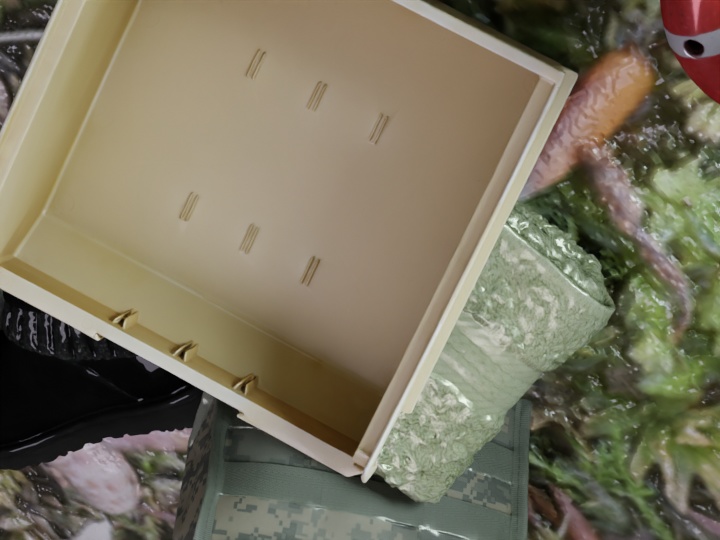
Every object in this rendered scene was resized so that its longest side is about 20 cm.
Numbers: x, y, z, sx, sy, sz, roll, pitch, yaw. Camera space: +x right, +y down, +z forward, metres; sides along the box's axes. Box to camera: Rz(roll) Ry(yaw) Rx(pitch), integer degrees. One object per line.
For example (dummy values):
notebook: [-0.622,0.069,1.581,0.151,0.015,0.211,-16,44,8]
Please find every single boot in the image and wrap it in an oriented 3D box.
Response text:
boot: [-0.171,0.014,1.380,0.210,0.080,0.158,-14,130,31]

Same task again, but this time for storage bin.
storage bin: [-0.041,-0.041,1.144,0.199,0.094,0.200,27,101,6]

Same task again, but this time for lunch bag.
lunch bag: [-0.010,0.151,1.283,0.163,0.201,0.118,11,143,-7]

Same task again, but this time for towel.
towel: [0.000,0.000,1.221,0.200,0.037,0.148,40,103,-10]

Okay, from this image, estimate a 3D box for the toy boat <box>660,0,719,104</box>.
toy boat: [0.198,-0.088,0.974,0.199,0.131,0.131,2,132,33]
